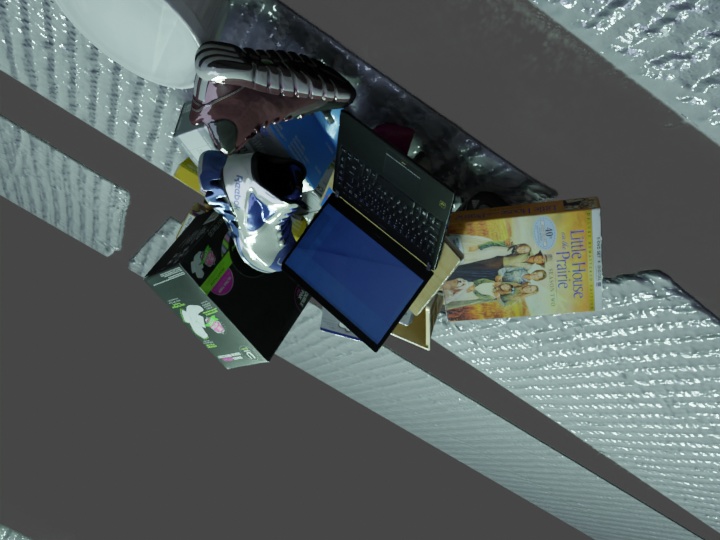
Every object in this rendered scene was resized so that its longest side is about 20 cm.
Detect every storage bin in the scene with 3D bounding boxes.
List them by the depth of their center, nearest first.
[{"bbox_3d":[0.044,0.025,1.312,0.196,0.095,0.200,22,160,14],"label":"storage bin"}]

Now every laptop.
[{"bbox_3d":[0.000,-0.045,0.907,0.176,0.103,0.203,38,145,22],"label":"laptop"}]

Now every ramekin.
[{"bbox_3d":[-0.236,-0.305,0.860,0.198,0.096,0.203,24,159,9],"label":"ramekin"}]

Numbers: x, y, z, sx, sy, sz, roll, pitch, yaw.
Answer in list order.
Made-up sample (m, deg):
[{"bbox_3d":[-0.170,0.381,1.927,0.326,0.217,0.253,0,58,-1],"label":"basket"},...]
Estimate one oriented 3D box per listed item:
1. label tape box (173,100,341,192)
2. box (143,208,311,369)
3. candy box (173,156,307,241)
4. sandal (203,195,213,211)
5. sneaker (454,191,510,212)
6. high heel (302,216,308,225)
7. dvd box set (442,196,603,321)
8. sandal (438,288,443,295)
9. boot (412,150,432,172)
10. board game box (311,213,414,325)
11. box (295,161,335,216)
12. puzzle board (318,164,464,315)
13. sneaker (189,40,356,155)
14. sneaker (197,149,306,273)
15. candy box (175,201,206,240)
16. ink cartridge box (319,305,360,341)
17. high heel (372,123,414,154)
[{"bbox_3d":[-0.114,-0.164,0.980,0.195,0.065,0.145,-11,139,25],"label":"label tape box"},{"bbox_3d":[-0.197,0.024,1.186,0.123,0.150,0.201,-14,123,47],"label":"box"},{"bbox_3d":[-0.168,-0.102,1.119,0.197,0.027,0.103,31,-162,-9],"label":"candy box"},{"bbox_3d":[-0.217,-0.098,1.273,0.200,0.055,0.081,48,-164,9],"label":"sandal"},{"bbox_3d":[0.204,-0.025,1.045,0.199,0.076,0.115,39,165,-8],"label":"sneaker"},{"bbox_3d":[-0.177,-0.095,1.320,0.141,0.073,0.198,32,169,-33],"label":"high heel"},{"bbox_3d":[0.193,-0.009,0.945,0.194,0.030,0.149,-4,123,13],"label":"dvd box set"},{"bbox_3d":[0.107,-0.010,1.109,0.195,0.084,0.055,17,-176,-10],"label":"sandal"},{"bbox_3d":[0.106,-0.057,0.994,0.130,0.068,0.201,37,159,19],"label":"boot"},{"bbox_3d":[0.008,-0.017,1.201,0.196,0.138,0.034,21,-168,14],"label":"board game box"},{"bbox_3d":[-0.120,-0.138,1.170,0.116,0.061,0.198,38,158,-26],"label":"box"},{"bbox_3d":[0.034,-0.054,0.967,0.201,0.017,0.151,49,148,10],"label":"puzzle board"},{"bbox_3d":[-0.105,-0.183,0.877,0.196,0.117,0.076,3,-142,-33],"label":"sneaker"},{"bbox_3d":[-0.110,-0.076,0.974,0.112,0.082,0.201,-6,142,22],"label":"sneaker"},{"bbox_3d":[-0.214,-0.039,1.334,0.197,0.057,0.117,31,-171,-12],"label":"candy box"},{"bbox_3d":[0.000,0.000,1.164,0.097,0.206,0.039,13,-171,20],"label":"ink cartridge box"},{"bbox_3d":[0.054,-0.114,1.013,0.094,0.069,0.200,-1,155,25],"label":"high heel"}]
